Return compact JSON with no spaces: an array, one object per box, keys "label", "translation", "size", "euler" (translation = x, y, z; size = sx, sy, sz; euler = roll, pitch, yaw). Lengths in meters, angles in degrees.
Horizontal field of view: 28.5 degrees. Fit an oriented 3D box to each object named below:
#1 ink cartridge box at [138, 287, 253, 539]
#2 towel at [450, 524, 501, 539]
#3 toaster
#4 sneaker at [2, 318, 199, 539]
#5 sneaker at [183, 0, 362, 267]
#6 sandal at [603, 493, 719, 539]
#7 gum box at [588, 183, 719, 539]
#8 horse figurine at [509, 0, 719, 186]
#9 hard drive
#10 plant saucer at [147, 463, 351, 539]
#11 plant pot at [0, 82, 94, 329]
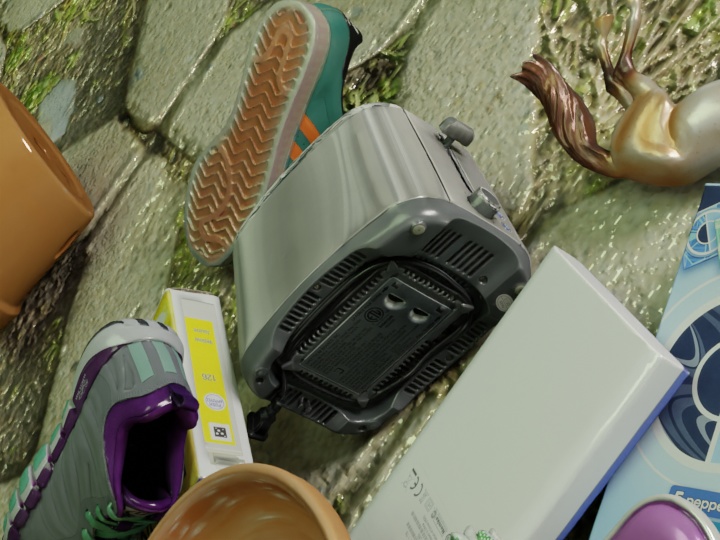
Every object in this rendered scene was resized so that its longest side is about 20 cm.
[{"label":"ink cartridge box","translation":[-0.116,0.150,0.836],"size":[0.200,0.047,0.198],"euler":[-105,35,-46]},{"label":"towel","translation":[0.051,0.229,0.593],"size":[0.149,0.031,0.201],"euler":[49,131,48]},{"label":"toaster","translation":[0.000,0.000,0.825],"size":[0.200,0.113,0.129],"euler":[-45,35,26]},{"label":"sneaker","translation":[-0.141,0.128,0.765],"size":[0.088,0.074,0.201],"euler":[51,127,52]},{"label":"sneaker","translation":[-0.054,-0.090,0.990],"size":[0.071,0.080,0.200],"euler":[39,113,31]},{"label":"sandal","translation":[0.095,0.190,0.595],"size":[0.082,0.050,0.203],"euler":[33,104,44]},{"label":"gum box","translation":[0.203,0.058,0.620],"size":[0.170,0.045,0.201],"euler":[4,66,48]},{"label":"horse figurine","translation":[0.180,-0.094,0.740],"size":[0.199,0.050,0.133],"euler":[-14,71,31]},{"label":"hard drive","translation":[0.069,0.097,0.707],"size":[0.200,0.025,0.132],"euler":[-56,25,12]},{"label":"plant saucer","translation":[-0.058,0.193,0.669],"size":[0.200,0.037,0.201],"euler":[-29,51,42]},{"label":"plant pot","translation":[-0.312,-0.061,1.150],"size":[0.140,0.200,0.200],"euler":[-36,40,-1]}]
